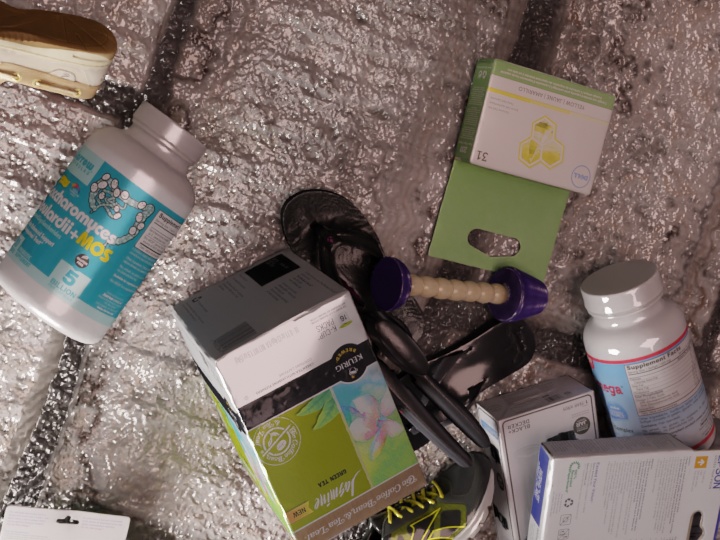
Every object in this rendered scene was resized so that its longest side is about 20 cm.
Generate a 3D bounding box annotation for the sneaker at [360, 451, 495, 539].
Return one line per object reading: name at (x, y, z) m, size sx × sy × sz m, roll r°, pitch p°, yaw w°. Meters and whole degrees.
sneaker at (0.057, 0.259, 1.255) m, size 0.084 × 0.074 × 0.201 m, roll 40°, pitch 87°, yaw -21°

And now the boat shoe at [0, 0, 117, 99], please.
boat shoe at (-0.308, -0.185, 1.036) m, size 0.197 × 0.074 × 0.070 m, roll 11°, pitch 128°, yaw -20°

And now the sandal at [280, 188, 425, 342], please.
sandal at (0.001, 0.000, 1.194) m, size 0.075 × 0.048 × 0.201 m, roll -43°, pitch 112°, yaw -5°

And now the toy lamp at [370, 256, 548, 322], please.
toy lamp at (0.104, 0.020, 1.214) m, size 0.198 × 0.058 × 0.059 m, roll 4°, pitch 101°, yaw -37°

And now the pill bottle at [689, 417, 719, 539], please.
pill bottle at (0.379, 0.273, 1.350) m, size 0.112 × 0.113 × 0.203 m, roll -24°, pitch 108°, yaw -13°

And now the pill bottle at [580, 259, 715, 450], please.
pill bottle at (0.295, 0.097, 1.286) m, size 0.108 × 0.109 × 0.203 m, roll -24°, pitch 108°, yaw -13°

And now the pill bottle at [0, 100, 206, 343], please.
pill bottle at (-0.218, -0.046, 1.076) m, size 0.110 × 0.111 × 0.201 m, roll 35°, pitch 88°, yaw -22°

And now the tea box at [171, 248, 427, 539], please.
tea box at (-0.059, 0.110, 1.115) m, size 0.132 × 0.200 × 0.199 m, roll -27°, pitch 108°, yaw -12°

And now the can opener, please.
can opener at (0.054, 0.118, 1.197) m, size 0.063 × 0.079 × 0.201 m, roll -36°, pitch 112°, yaw 2°

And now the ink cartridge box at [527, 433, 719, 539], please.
ink cartridge box at (0.268, 0.264, 1.261) m, size 0.197 × 0.043 × 0.199 m, roll -1°, pitch 111°, yaw -15°

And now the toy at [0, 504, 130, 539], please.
toy at (-0.296, 0.309, 1.158) m, size 0.114 × 0.047 × 0.203 m, roll 10°, pitch 101°, yaw -24°

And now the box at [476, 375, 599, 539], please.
box at (0.197, 0.226, 1.304) m, size 0.115 × 0.060 × 0.203 m, roll -16°, pitch 106°, yaw -15°

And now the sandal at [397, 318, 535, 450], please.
sandal at (0.095, 0.114, 1.254) m, size 0.199 × 0.043 × 0.077 m, roll -38°, pitch 111°, yaw -8°

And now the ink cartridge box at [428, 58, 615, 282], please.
ink cartridge box at (0.161, -0.095, 1.233) m, size 0.143 × 0.048 × 0.203 m, roll 12°, pitch 95°, yaw -22°
